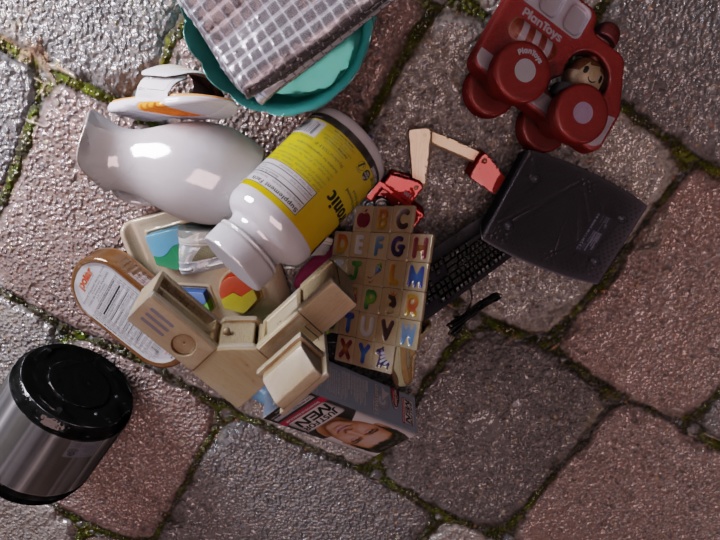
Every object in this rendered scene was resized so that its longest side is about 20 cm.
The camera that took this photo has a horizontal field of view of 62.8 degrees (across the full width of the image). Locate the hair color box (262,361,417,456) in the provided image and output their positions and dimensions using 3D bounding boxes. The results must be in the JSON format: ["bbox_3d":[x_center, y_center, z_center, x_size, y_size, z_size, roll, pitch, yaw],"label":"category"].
[{"bbox_3d":[-0.025,0.193,0.829,0.199,0.061,0.099,28,132,-29],"label":"hair color box"}]

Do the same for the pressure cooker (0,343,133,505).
[{"bbox_3d":[-0.446,0.228,0.839,0.175,0.179,0.200,34,107,-13],"label":"pressure cooker"}]

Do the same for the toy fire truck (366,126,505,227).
[{"bbox_3d":[0.069,-0.132,0.761,0.199,0.049,0.141,36,107,-10],"label":"toy fire truck"}]

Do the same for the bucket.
[{"bbox_3d":[-0.084,-0.279,0.666,0.205,0.135,0.209,1,110,2],"label":"bucket"}]

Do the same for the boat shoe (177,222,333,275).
[{"bbox_3d":[-0.134,-0.029,0.769,0.200,0.074,0.065,-2,108,-24],"label":"boat shoe"}]

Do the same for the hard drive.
[{"bbox_3d":[0.257,-0.068,0.760,0.199,0.042,0.136,18,110,-22],"label":"hard drive"}]

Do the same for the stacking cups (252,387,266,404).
[{"bbox_3d":[-0.138,0.176,0.872,0.199,0.061,0.061,34,108,-10],"label":"stacking cups"}]

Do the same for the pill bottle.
[{"bbox_3d":[-0.075,-0.077,0.660,0.111,0.111,0.200,47,74,-14],"label":"pill bottle"}]

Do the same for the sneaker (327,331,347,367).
[{"bbox_3d":[-0.096,0.097,0.835,0.198,0.083,0.072,1,127,4],"label":"sneaker"}]

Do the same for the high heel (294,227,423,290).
[{"bbox_3d":[0.000,0.000,0.786,0.198,0.096,0.068,-15,109,7],"label":"high heel"}]

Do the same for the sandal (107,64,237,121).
[{"bbox_3d":[-0.230,-0.211,0.693,0.205,0.079,0.060,9,96,35],"label":"sandal"}]

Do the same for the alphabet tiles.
[{"bbox_3d":[0.016,0.019,0.729,0.006,0.166,0.202,11,87,-45],"label":"alphabet tiles"}]

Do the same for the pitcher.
[{"bbox_3d":[-0.224,-0.115,0.735,0.198,0.172,0.122,8,73,-7],"label":"pitcher"}]

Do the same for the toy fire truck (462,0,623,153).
[{"bbox_3d":[0.228,-0.241,0.694,0.199,0.112,0.169,30,90,-10],"label":"toy fire truck"}]

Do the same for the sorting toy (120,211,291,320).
[{"bbox_3d":[-0.214,-0.001,0.824,0.198,0.037,0.186,-14,109,6],"label":"sorting toy"}]

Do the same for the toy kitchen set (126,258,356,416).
[{"bbox_3d":[-0.131,0.051,0.671,0.200,0.163,0.180,-41,112,11],"label":"toy kitchen set"}]

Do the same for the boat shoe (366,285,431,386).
[{"bbox_3d":[0.063,0.087,0.808,0.076,0.072,0.201,-19,137,-4],"label":"boat shoe"}]

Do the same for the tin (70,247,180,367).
[{"bbox_3d":[-0.315,0.054,0.826,0.200,0.042,0.112,39,114,-2],"label":"tin"}]

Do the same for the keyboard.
[{"bbox_3d":[0.142,0.010,0.763,0.199,0.021,0.128,-32,116,-27],"label":"keyboard"}]

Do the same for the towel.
[{"bbox_3d":[-0.077,-0.277,0.550,0.199,0.086,0.166,-33,105,12],"label":"towel"}]
